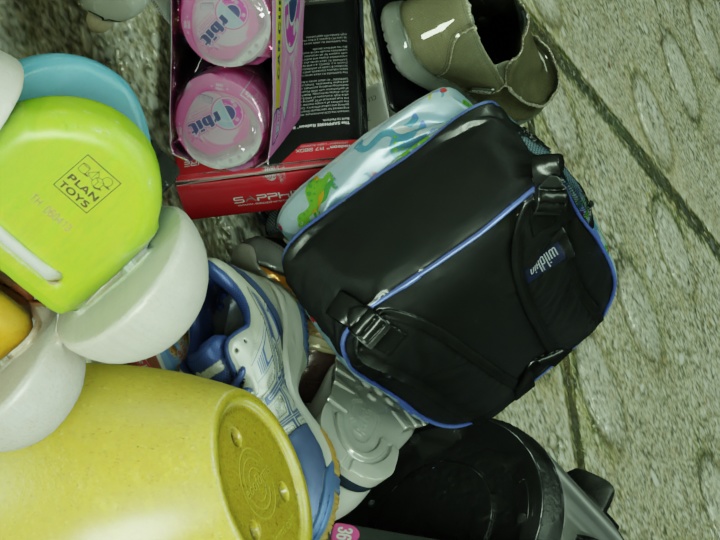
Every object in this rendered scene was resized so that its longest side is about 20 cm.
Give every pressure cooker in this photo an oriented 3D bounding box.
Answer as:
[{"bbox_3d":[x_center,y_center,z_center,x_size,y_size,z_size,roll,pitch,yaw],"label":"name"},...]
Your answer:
[{"bbox_3d":[0.094,0.209,1.575,0.200,0.176,0.179,48,23,-46],"label":"pressure cooker"}]

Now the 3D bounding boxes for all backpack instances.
[{"bbox_3d":[0.060,-0.008,1.465,0.147,0.183,0.200,56,6,35],"label":"backpack"}]

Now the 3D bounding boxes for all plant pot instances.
[{"bbox_3d":[-0.109,0.129,1.196,0.200,0.142,0.200,51,28,-42],"label":"plant pot"}]

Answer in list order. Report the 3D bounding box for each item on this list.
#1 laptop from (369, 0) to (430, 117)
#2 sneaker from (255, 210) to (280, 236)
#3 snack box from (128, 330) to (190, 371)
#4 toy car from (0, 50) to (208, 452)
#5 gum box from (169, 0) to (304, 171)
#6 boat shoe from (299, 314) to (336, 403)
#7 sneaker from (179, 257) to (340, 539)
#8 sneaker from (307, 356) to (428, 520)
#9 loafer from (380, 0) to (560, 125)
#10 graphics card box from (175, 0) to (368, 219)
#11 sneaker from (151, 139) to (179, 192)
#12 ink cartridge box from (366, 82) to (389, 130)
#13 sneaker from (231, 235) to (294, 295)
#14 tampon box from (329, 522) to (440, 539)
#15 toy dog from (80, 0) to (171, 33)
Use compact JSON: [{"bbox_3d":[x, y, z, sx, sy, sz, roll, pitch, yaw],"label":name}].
[{"bbox_3d":[0.016,-0.150,1.638,0.116,0.200,0.187,0,66,-25],"label":"laptop"},{"bbox_3d":[-0.027,-0.029,1.635,0.200,0.078,0.140,62,23,2],"label":"sneaker"},{"bbox_3d":[-0.089,0.117,1.416,0.200,0.024,0.072,68,22,-8],"label":"snack box"},{"bbox_3d":[-0.175,-0.027,1.103,0.175,0.200,0.150,42,28,-25],"label":"toy car"},{"bbox_3d":[-0.074,-0.166,1.419,0.114,0.066,0.200,-65,158,-71],"label":"gum box"},{"bbox_3d":[-0.003,0.079,1.619,0.200,0.072,0.072,23,82,-65],"label":"boat shoe"},{"bbox_3d":[-0.072,0.083,1.371,0.088,0.075,0.200,34,31,-45],"label":"sneaker"},{"bbox_3d":[-0.013,0.108,1.482,0.076,0.081,0.200,40,21,3],"label":"sneaker"},{"bbox_3d":[0.090,-0.146,1.573,0.200,0.070,0.075,8,63,-60],"label":"loafer"},{"bbox_3d":[-0.059,-0.129,1.554,0.051,0.125,0.200,76,9,-53],"label":"graphics card box"},{"bbox_3d":[-0.168,-0.052,1.324,0.091,0.076,0.200,58,14,-13],"label":"sneaker"},{"bbox_3d":[0.058,-0.037,1.875,0.200,0.045,0.176,30,44,-59],"label":"ink cartridge box"},{"bbox_3d":[0.000,0.000,1.578,0.200,0.078,0.077,14,91,-37],"label":"sneaker"},{"bbox_3d":[0.066,0.257,1.386,0.150,0.200,0.126,-78,175,-54],"label":"tampon box"},{"bbox_3d":[-0.157,-0.199,1.431,0.132,0.096,0.200,29,34,5],"label":"toy dog"}]
